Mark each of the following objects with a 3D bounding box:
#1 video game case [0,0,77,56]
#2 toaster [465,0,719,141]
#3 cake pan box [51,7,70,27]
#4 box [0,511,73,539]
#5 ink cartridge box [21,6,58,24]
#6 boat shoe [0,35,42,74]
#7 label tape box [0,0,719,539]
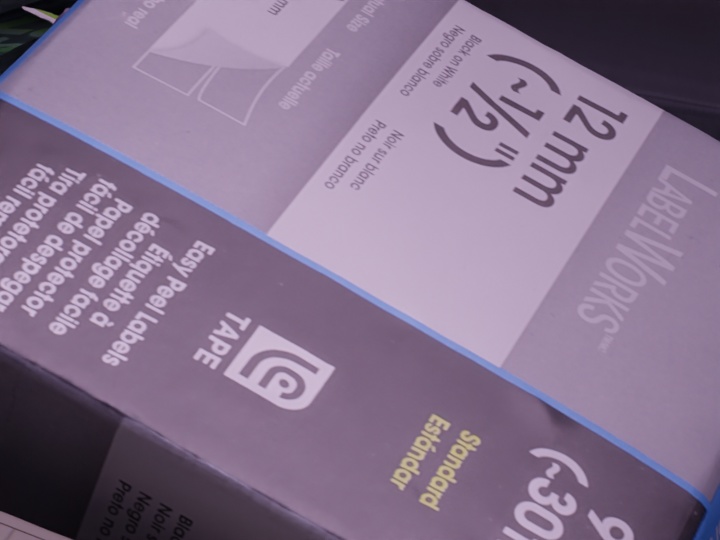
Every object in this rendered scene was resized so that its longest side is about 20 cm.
[{"bbox_3d":[-0.086,-0.085,1.027,0.181,0.024,0.200,-13,-9,31],"label":"video game case"},{"bbox_3d":[0.041,-0.075,0.676,0.128,0.114,0.200,8,6,-8],"label":"toaster"},{"bbox_3d":[0.005,0.045,0.545,0.199,0.052,0.185,19,36,-8],"label":"cake pan box"},{"bbox_3d":[-0.027,0.091,0.373,0.199,0.078,0.095,21,11,2],"label":"box"},{"bbox_3d":[0.000,0.000,0.834,0.147,0.076,0.200,29,8,38],"label":"ink cartridge box"},{"bbox_3d":[-0.039,-0.046,0.977,0.199,0.074,0.065,-6,-17,-7],"label":"boat shoe"},{"bbox_3d":[0.023,0.028,0.482,0.199,0.066,0.143,28,39,7],"label":"label tape box"}]
